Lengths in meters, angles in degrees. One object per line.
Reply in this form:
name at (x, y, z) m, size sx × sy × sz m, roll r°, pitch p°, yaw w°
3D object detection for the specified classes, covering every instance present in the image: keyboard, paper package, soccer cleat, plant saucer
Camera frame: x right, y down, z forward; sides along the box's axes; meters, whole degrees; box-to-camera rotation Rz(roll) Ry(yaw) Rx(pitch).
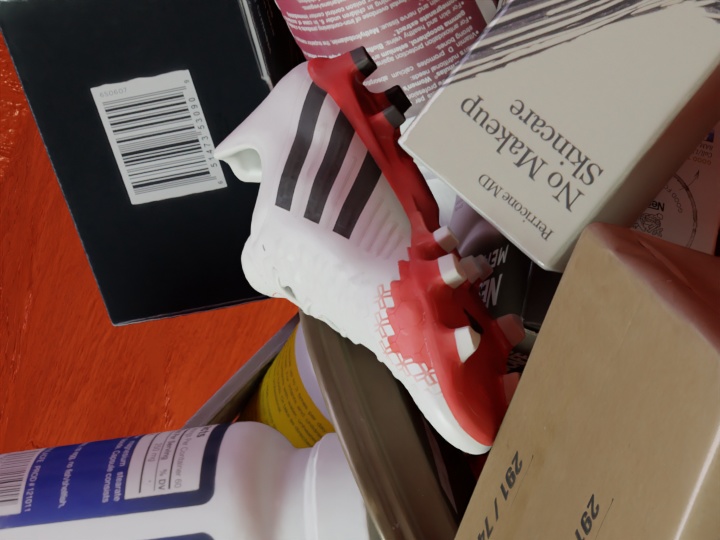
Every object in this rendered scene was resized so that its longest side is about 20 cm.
keyboard at (-0.055, 0.058, 1.194) m, size 0.200 × 0.011 × 0.056 m, roll -45°, pitch -14°, yaw -53°
paper package at (0.104, 0.104, 0.781) m, size 0.191 × 0.103 × 0.200 m, roll -122°, pitch 51°, yaw -71°
soccer cleat at (0.000, 0.000, 0.912) m, size 0.085 × 0.069 × 0.200 m, roll -33°, pitch 51°, yaw 13°
plant saucer at (0.028, 0.093, 0.980) m, size 0.029 × 0.200 × 0.200 m, roll -24°, pitch 28°, yaw 6°

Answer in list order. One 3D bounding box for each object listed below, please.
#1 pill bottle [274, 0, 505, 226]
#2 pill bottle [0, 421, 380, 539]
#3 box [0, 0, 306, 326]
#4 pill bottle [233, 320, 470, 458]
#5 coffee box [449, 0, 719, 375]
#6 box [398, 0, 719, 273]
pill bottle at (0.022, -0.123, 1.103) m, size 0.109 × 0.200 × 0.110 m, roll -23°, pitch 24°, yaw 11°
pill bottle at (-0.082, 0.129, 1.059) m, size 0.116 × 0.200 × 0.116 m, roll -8°, pitch -90°, yaw -77°
box at (-0.090, -0.114, 1.215) m, size 0.197 × 0.124 × 0.200 m, roll -86°, pitch -18°, yaw -56°
pill bottle at (0.002, 0.070, 1.158) m, size 0.200 × 0.104 × 0.104 m, roll 123°, pitch 158°, yaw -45°
coffee box at (0.098, -0.050, 1.005) m, size 0.113 × 0.080 × 0.200 m, roll 152°, pitch 134°, yaw -67°
box at (0.110, -0.098, 0.884) m, size 0.200 × 0.082 × 0.068 m, roll -53°, pitch -16°, yaw 9°
